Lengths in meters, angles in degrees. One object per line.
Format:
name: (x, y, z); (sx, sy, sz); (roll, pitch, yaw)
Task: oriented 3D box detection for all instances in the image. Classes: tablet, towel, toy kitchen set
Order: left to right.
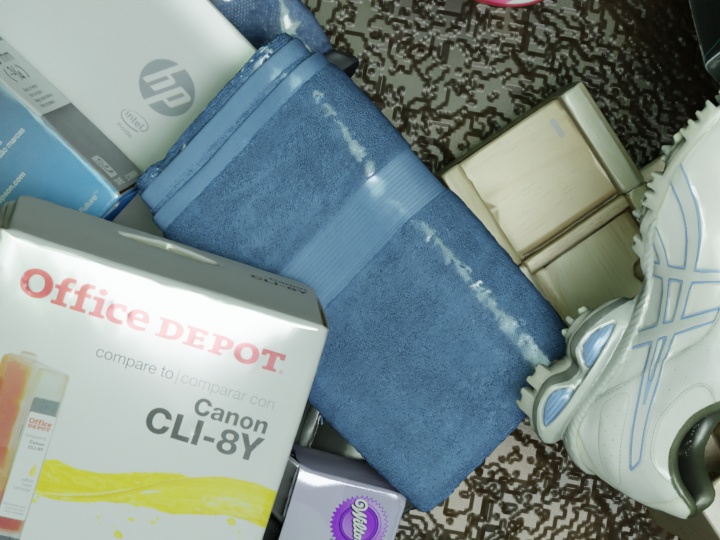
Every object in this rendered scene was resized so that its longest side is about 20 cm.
tablet: (-0.098, -0.073, 1.314); (0.200, 0.014, 0.130); (45, 124, -4)
towel: (0.000, 0.000, 1.257); (0.112, 0.049, 0.200); (-44, 82, 18)
toy kitchen set: (0.162, -0.004, 1.280); (0.163, 0.180, 0.200); (-34, 95, -4)

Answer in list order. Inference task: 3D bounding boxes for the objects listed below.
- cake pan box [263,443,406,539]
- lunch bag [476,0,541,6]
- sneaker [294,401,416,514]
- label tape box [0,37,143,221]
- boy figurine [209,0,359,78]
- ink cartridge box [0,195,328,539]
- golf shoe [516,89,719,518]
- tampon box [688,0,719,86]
cake pan box: (-0.091, 0.156, 1.279); (0.184, 0.052, 0.201); (17, 98, -10)
lunch bag: (0.050, -0.223, 1.290); (0.200, 0.082, 0.176); (30, 63, 26)
sneaker: (0.003, 0.065, 1.333); (0.091, 0.076, 0.200); (28, 97, -8)
label tape box: (-0.218, -0.056, 1.306); (0.200, 0.063, 0.144); (43, 105, -1)
boy figurine: (-0.096, -0.142, 1.331); (0.124, 0.064, 0.200); (-44, 89, 5)
ink cartridge box: (-0.112, 0.087, 1.197); (0.145, 0.083, 0.201); (17, 98, -8)
golf shoe: (0.151, 0.009, 1.160); (0.097, 0.078, 0.200); (40, 119, 28)
tampon box: (0.249, -0.089, 1.255); (0.126, 0.150, 0.200); (-35, 116, 18)
